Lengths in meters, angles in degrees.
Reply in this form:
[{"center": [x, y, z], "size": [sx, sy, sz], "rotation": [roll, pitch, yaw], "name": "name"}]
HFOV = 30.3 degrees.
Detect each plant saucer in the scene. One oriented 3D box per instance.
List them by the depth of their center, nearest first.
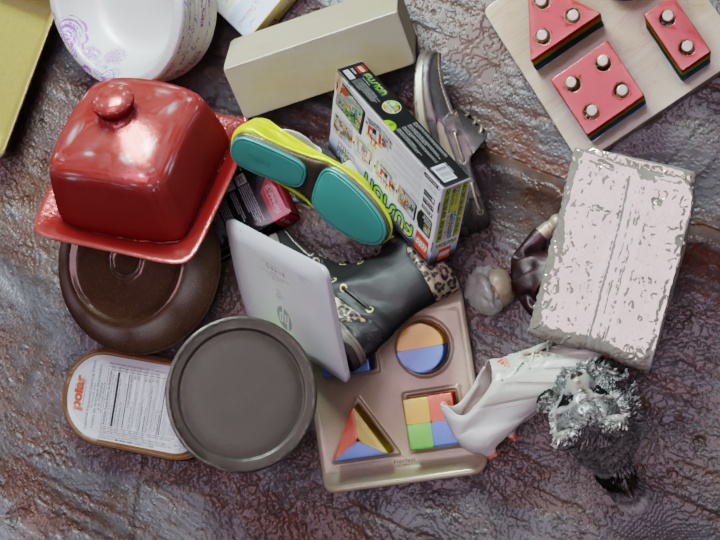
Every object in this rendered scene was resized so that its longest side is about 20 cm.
[{"center": [-0.250, -0.010, 1.454], "size": [0.197, 0.037, 0.204], "rotation": [-1, 86, 17], "name": "plant saucer"}, {"center": [-0.460, -0.254, 1.572], "size": [0.198, 0.048, 0.202], "rotation": [22, 92, 15], "name": "plant saucer"}]

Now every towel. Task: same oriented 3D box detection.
[{"center": [0.250, -0.015, 1.317], "size": [0.131, 0.034, 0.203], "rotation": [16, 92, 17], "name": "towel"}]

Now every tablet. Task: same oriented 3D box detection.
[{"center": [-0.078, 0.029, 1.380], "size": [0.199, 0.014, 0.132], "rotation": [27, 134, 52], "name": "tablet"}]

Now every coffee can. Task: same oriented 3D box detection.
[{"center": [-0.126, 0.126, 1.356], "size": [0.144, 0.200, 0.149], "rotation": [1, 85, -8], "name": "coffee can"}]

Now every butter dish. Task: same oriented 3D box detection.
[{"center": [-0.239, -0.131, 1.381], "size": [0.197, 0.149, 0.202], "rotation": [11, 57, 17], "name": "butter dish"}]

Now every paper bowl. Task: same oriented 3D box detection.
[{"center": [-0.241, -0.307, 1.468], "size": [0.198, 0.104, 0.204], "rotation": [11, 112, 30], "name": "paper bowl"}]

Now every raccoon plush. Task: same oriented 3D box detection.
[{"center": [0.245, 0.173, 1.270], "size": [0.096, 0.134, 0.201], "rotation": [-36, 105, 15], "name": "raccoon plush"}]

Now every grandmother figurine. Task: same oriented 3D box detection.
[{"center": [0.202, 0.005, 1.377], "size": [0.197, 0.061, 0.123], "rotation": [-14, 55, 16], "name": "grandmother figurine"}]

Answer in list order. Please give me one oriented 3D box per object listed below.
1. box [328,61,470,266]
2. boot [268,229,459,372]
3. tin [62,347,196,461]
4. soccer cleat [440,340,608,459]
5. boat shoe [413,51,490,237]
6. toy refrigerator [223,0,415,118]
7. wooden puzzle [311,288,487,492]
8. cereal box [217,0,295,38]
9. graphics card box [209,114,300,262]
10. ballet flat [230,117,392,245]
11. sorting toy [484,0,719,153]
[{"center": [0.035, -0.112, 1.370], "size": [0.034, 0.111, 0.200], "rotation": [-21, 53, -25], "name": "box"}, {"center": [0.000, 0.000, 1.414], "size": [0.150, 0.074, 0.200], "rotation": [-32, 47, -8], "name": "boot"}, {"center": [-0.241, 0.148, 1.490], "size": [0.197, 0.042, 0.114], "rotation": [8, 84, 15], "name": "tin"}, {"center": [0.171, 0.106, 1.355], "size": [0.199, 0.069, 0.078], "rotation": [-40, 102, 1], "name": "soccer cleat"}, {"center": [0.099, -0.133, 1.411], "size": [0.072, 0.074, 0.203], "rotation": [-8, 92, 4], "name": "boat shoe"}, {"center": [-0.041, -0.234, 1.438], "size": [0.197, 0.076, 0.071], "rotation": [-16, 122, 12], "name": "toy refrigerator"}, {"center": [0.031, 0.125, 1.414], "size": [0.183, 0.046, 0.203], "rotation": [-10, 83, 14], "name": "wooden puzzle"}, {"center": [-0.142, -0.373, 1.502], "size": [0.200, 0.039, 0.144], "rotation": [45, 98, 13], "name": "cereal box"}, {"center": [-0.178, -0.069, 1.483], "size": [0.198, 0.051, 0.127], "rotation": [-29, 80, 10], "name": "graphics card box"}, {"center": [-0.043, -0.102, 1.397], "size": [0.198, 0.067, 0.067], "rotation": [31, 128, 6], "name": "ballet flat"}, {"center": [0.256, -0.250, 1.372], "size": [0.199, 0.070, 0.200], "rotation": [-33, 78, 10], "name": "sorting toy"}]
